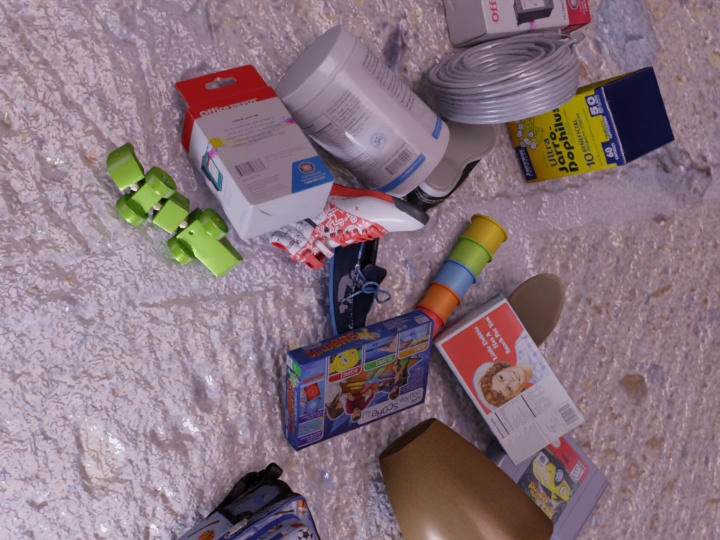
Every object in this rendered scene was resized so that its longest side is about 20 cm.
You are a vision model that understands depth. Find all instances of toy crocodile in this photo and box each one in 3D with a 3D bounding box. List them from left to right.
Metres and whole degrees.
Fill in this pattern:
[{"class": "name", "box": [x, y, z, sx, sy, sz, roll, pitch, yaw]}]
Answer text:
[{"class": "toy crocodile", "box": [-0.218, -0.067, 1.176, 0.067, 0.062, 0.200, -41, 115, 16]}]

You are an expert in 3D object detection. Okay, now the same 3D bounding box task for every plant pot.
[{"class": "plant pot", "box": [0.116, 0.299, 1.294, 0.186, 0.186, 0.200, -35, 89, -27]}]

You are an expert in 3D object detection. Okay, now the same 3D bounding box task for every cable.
[{"class": "cable", "box": [0.194, -0.259, 1.347, 0.200, 0.199, 0.069, -53, 136, -51]}]

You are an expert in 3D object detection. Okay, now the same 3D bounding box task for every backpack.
[{"class": "backpack", "box": [-0.126, 0.361, 1.150, 0.190, 0.154, 0.201, -25, 103, -19]}]

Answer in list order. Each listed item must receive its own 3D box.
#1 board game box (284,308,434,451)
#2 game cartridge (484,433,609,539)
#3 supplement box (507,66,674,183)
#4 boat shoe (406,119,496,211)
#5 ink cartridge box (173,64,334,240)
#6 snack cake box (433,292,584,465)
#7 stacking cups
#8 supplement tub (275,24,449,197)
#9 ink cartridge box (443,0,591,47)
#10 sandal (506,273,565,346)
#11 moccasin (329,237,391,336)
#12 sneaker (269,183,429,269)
[{"class": "board game box", "box": [-0.001, 0.137, 1.264, 0.199, 0.034, 0.136, -15, 126, -30]}, {"class": "game cartridge", "box": [0.268, 0.299, 1.447, 0.200, 0.041, 0.133, 47, 71, -19]}, {"class": "supplement box", "box": [0.319, -0.201, 1.407, 0.109, 0.200, 0.109, -25, 99, -30]}, {"class": "boat shoe", "box": [0.124, -0.148, 1.371, 0.074, 0.060, 0.200, 36, 48, -1]}, {"class": "ink cartridge box", "box": [-0.134, -0.145, 1.192, 0.116, 0.067, 0.200, -20, 64, -29]}, {"class": "snack cake box", "box": [0.198, 0.146, 1.354, 0.115, 0.067, 0.200, -33, 94, 4]}, {"class": "stacking cups", "box": [0.130, 0.018, 1.371, 0.060, 0.060, 0.200, 40, 71, -22]}, {"class": "supplement tub", "box": [0.004, -0.196, 1.267, 0.200, 0.132, 0.132, 41, 69, -21]}, {"class": "ink cartridge box", "box": [0.220, -0.406, 1.430, 0.199, 0.086, 0.148, -14, 94, -31]}, {"class": "sandal", "box": [0.220, 0.097, 1.419, 0.077, 0.070, 0.212, 24, 95, 1]}, {"class": "moccasin", "box": [0.000, 0.000, 1.273, 0.068, 0.080, 0.201, 0, 88, 15]}, {"class": "sneaker", "box": [-0.019, -0.047, 1.225, 0.067, 0.201, 0.108, 36, 72, -63]}]
